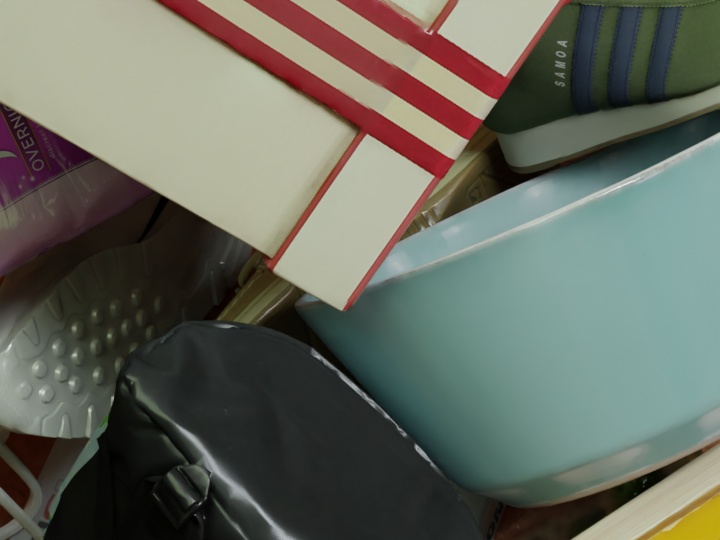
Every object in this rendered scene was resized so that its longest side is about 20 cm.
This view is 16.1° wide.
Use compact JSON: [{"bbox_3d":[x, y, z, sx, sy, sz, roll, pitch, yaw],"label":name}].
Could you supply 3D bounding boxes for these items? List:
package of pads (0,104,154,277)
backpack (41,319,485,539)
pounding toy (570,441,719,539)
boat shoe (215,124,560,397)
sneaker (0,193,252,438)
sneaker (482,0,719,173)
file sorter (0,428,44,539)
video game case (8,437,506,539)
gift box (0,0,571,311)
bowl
[{"bbox_3d":[-0.130,-0.073,1.000,0.200,0.121,0.076,-30,9,-32],"label":"package of pads"},{"bbox_3d":[-0.041,0.114,0.922,0.163,0.200,0.154,46,43,7],"label":"backpack"},{"bbox_3d":[0.153,0.156,0.895,0.200,0.142,0.184,-32,55,-5],"label":"pounding toy"},{"bbox_3d":[0.000,-0.002,1.069,0.063,0.073,0.201,17,50,45],"label":"boat shoe"},{"bbox_3d":[-0.118,0.011,1.073,0.080,0.077,0.200,3,25,23],"label":"sneaker"},{"bbox_3d":[0.103,-0.105,0.984,0.200,0.090,0.067,-21,25,46],"label":"sneaker"},{"bbox_3d":[-0.220,0.066,1.059,0.139,0.125,0.200,-31,49,2],"label":"file sorter"},{"bbox_3d":[-0.048,0.113,1.055,0.199,0.022,0.183,13,64,23],"label":"video game case"},{"bbox_3d":[-0.025,-0.121,0.902,0.185,0.186,0.200,-53,20,18],"label":"gift box"},{"bbox_3d":[0.086,0.018,0.955,0.200,0.201,0.105,-24,95,1],"label":"bowl"}]
